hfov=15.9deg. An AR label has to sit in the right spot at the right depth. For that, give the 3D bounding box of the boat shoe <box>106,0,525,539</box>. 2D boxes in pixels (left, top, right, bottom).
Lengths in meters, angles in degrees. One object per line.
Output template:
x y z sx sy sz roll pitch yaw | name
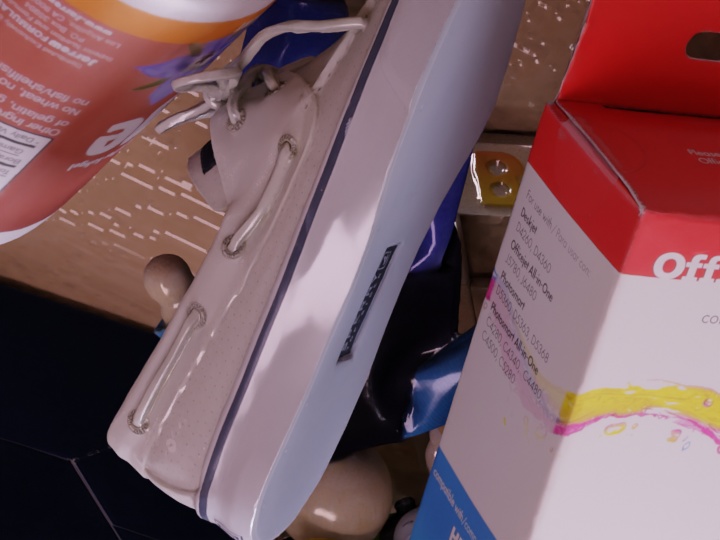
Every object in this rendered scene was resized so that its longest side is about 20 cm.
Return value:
-0.022 -0.030 0.728 0.086 0.075 0.203 27 104 16 | boat shoe

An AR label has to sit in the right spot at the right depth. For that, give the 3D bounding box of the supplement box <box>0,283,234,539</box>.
-0.152 0.119 0.967 0.199 0.135 0.200 19 138 -2 | supplement box

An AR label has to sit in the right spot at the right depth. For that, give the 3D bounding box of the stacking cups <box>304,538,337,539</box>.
-0.043 0.169 0.866 0.060 0.061 0.200 25 133 -8 | stacking cups

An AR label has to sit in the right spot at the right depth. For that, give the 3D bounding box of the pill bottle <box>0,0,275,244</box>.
-0.109 -0.076 0.763 0.112 0.113 0.200 34 136 -18 | pill bottle

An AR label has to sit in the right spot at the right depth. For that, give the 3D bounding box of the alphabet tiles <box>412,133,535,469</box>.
0.103 0.019 0.870 0.199 0.008 0.168 3 136 16 | alphabet tiles

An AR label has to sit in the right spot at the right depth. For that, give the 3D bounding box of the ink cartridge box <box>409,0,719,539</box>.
0.100 0.020 0.754 0.115 0.067 0.201 2 120 -24 | ink cartridge box

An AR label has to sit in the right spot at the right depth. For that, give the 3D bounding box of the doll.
0.000 0.000 0.799 0.135 0.049 0.201 11 114 9 | doll

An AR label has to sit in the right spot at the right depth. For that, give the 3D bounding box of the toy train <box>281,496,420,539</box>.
0.003 0.113 0.915 0.041 0.057 0.200 -18 176 -18 | toy train

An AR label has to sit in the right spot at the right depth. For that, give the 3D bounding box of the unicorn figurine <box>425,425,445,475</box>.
0.080 0.075 0.877 0.199 0.074 0.138 -9 128 30 | unicorn figurine
